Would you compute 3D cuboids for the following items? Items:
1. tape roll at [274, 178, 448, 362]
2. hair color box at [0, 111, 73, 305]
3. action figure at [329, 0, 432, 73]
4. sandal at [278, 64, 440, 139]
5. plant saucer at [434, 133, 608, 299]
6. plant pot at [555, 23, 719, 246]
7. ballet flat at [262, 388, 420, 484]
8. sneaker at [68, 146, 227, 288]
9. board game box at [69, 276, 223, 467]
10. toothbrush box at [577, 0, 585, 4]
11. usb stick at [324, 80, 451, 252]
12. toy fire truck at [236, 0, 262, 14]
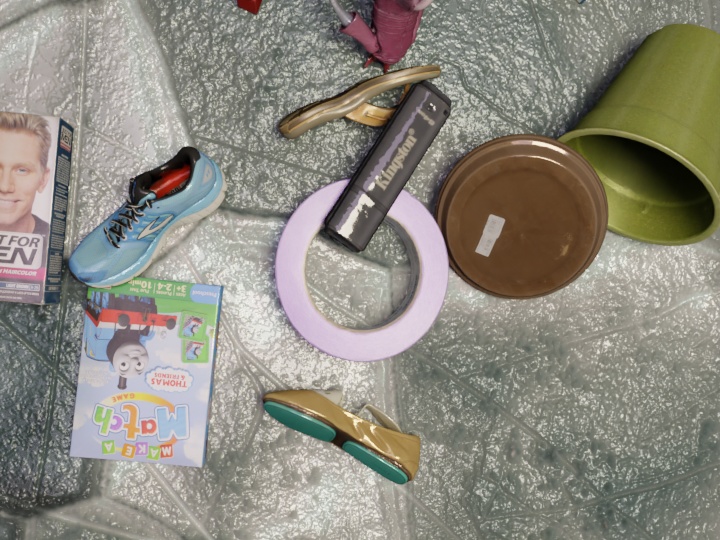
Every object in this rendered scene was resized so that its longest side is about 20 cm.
[{"bbox_3d":[0.000,0.000,0.865,0.195,0.066,0.206,0,89,-5],"label":"tape roll"},{"bbox_3d":[-0.381,-0.068,0.833,0.097,0.061,0.206,4,88,-6],"label":"hair color box"},{"bbox_3d":[0.047,-0.288,0.820,0.132,0.202,0.150,-25,63,-23],"label":"action figure"},{"bbox_3d":[0.002,-0.186,0.868,0.196,0.080,0.055,-25,107,-4],"label":"sandal"},{"bbox_3d":[0.180,-0.052,0.852,0.195,0.030,0.204,5,118,8],"label":"plant saucer"},{"bbox_3d":[0.341,-0.165,0.856,0.198,0.200,0.192,33,73,-4],"label":"plant pot"},{"bbox_3d":[-0.018,0.176,0.870,0.197,0.069,0.064,30,58,-7],"label":"ballet flat"},{"bbox_3d":[-0.242,-0.067,0.821,0.200,0.090,0.078,-43,69,-10],"label":"sneaker"},{"bbox_3d":[-0.240,0.111,0.854,0.147,0.037,0.206,6,89,-5],"label":"board game box"},{"bbox_3d":[0.258,-0.409,0.832,0.085,0.200,0.146,-45,94,-5],"label":"toothbrush box"},{"bbox_3d":[0.030,-0.113,0.823,0.055,0.033,0.202,33,85,-5],"label":"usb stick"},{"bbox_3d":[-0.057,-0.388,0.876,0.138,0.049,0.205,17,88,-5],"label":"toy fire truck"}]
